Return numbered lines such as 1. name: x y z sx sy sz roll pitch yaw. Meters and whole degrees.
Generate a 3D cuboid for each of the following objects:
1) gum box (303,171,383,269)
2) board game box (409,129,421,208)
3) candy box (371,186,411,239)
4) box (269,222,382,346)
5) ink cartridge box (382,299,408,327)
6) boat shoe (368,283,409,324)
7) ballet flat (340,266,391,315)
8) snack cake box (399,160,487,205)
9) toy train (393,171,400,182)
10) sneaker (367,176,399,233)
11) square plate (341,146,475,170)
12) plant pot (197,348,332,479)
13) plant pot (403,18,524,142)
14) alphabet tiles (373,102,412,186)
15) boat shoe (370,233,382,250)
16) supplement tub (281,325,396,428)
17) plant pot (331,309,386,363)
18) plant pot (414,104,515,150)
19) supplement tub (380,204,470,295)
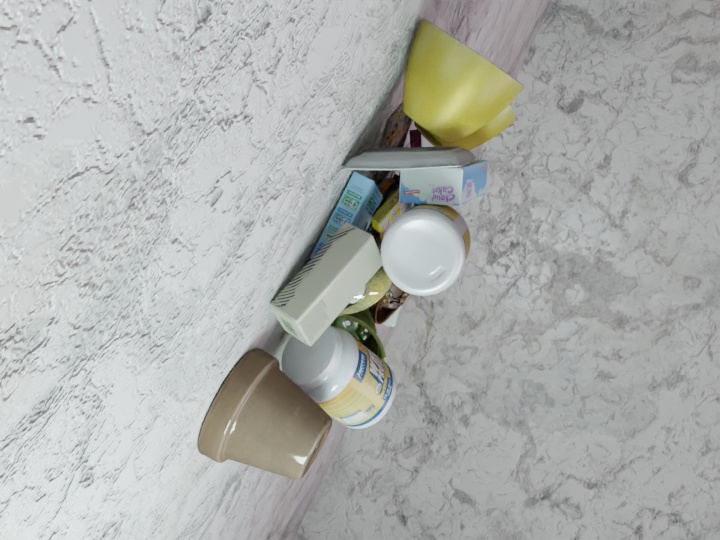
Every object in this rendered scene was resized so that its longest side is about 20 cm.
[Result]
1. gum box: -0.029 -0.069 1.422 0.201 0.044 0.170 -63 171 0
2. board game box: 0.120 -0.180 1.597 0.120 0.032 0.201 72 14 -50
3. candy box: 0.065 -0.089 1.567 0.102 0.026 0.200 -46 161 -16
4. box: -0.054 0.021 1.293 0.200 0.068 0.082 -48 143 -21
5. ink cartridge box: 0.054 0.011 1.761 0.084 0.144 0.201 108 9 -46
6. boat shoe: 0.070 0.044 1.550 0.200 0.071 0.068 125 -30 -54
7. ballet flat: -0.034 0.046 1.373 0.199 0.071 0.071 -26 -166 34
8. snack cake box: 0.156 -0.165 1.417 0.200 0.114 0.068 -28 122 -65
9. toy train: 0.074 -0.181 1.726 0.046 0.034 0.201 -80 -165 -79
10. sneaker: 0.047 -0.098 1.669 0.201 0.077 0.078 -65 172 22
11. square plate: 0.087 -0.193 1.318 0.198 0.198 0.029 -38 128 -70
12. plant pot: -0.147 0.258 1.291 0.201 0.174 0.200 -60 172 -15
13. plant pot: 0.149 -0.301 1.286 0.143 0.199 0.200 -56 173 17
14. alphabet tiles: 0.068 -0.259 1.541 0.168 0.007 0.201 -55 168 -42
15. boat shoe: 0.000 0.000 1.549 0.200 0.070 0.071 -42 -157 54
16. supplement tub: -0.039 0.194 1.432 0.200 0.144 0.145 42 72 -43
17. plant pot: -0.038 0.147 1.631 0.190 0.198 0.201 -74 -173 -70
18. plant pot: 0.192 -0.316 1.561 0.142 0.200 0.200 -49 171 3
19. supplement tub: 0.120 -0.044 1.364 0.146 0.144 0.200 -65 173 14
